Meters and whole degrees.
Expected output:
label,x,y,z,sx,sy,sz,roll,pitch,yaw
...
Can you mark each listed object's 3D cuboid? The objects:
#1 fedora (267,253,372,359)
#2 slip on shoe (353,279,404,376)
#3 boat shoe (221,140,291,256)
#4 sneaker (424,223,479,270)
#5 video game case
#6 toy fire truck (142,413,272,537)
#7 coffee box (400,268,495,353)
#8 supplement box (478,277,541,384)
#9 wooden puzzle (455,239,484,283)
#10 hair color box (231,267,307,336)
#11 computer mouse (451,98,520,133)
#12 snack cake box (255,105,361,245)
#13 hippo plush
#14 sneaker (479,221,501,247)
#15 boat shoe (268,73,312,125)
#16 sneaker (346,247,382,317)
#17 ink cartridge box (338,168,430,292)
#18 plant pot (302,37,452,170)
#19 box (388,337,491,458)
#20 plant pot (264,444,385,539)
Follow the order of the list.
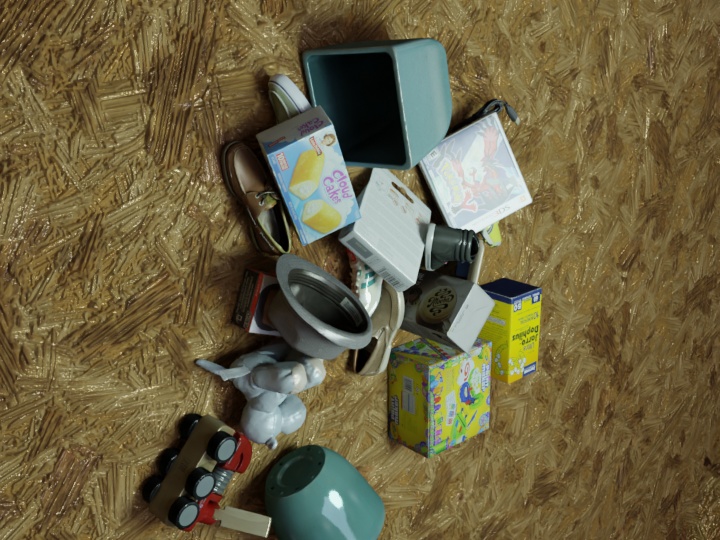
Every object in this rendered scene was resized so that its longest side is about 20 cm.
label,x,y,z,sx,sy,sz,roll,pitch,yaw
fedora,-0.079,0.073,1.252,0.199,0.177,0.090,30,116,-24
slip on shoe,0.028,0.108,1.469,0.060,0.076,0.201,-7,119,-47
boat shoe,-0.158,-0.116,1.245,0.072,0.068,0.201,-38,123,-27
sneaker,0.179,-0.035,1.503,0.200,0.098,0.071,65,37,-74
video game case,0.226,-0.183,1.528,0.181,0.023,0.201,-29,106,-6
toy fire truck,-0.228,0.358,1.288,0.177,0.128,0.200,-60,143,-12
coffee box,0.142,0.070,1.481,0.080,0.199,0.113,41,75,-38
supplement box,0.327,0.133,1.730,0.108,0.109,0.201,-15,112,-39
wooden puzzle,0.216,0.025,1.590,0.200,0.046,0.187,-22,124,-81
hair color box,-0.117,0.064,1.338,0.199,0.061,0.102,12,95,-43
computer mouse,0.278,-0.261,1.602,0.140,0.046,0.200,-39,121,3
snack cake box,-0.080,-0.150,1.252,0.114,0.067,0.201,-25,135,-6
hippo plush,-0.144,0.218,1.289,0.199,0.159,0.162,-15,111,-40
sneaker,0.257,-0.135,1.590,0.076,0.076,0.201,-26,119,3
boat shoe,-0.104,-0.224,1.263,0.062,0.072,0.201,-41,128,-18
sneaker,0.000,0.000,1.430,0.093,0.070,0.201,30,79,-31
ink cartridge box,0.049,-0.084,1.411,0.160,0.047,0.201,40,42,-24
plant pot,0.053,-0.299,1.311,0.200,0.195,0.197,-33,122,-42
box,0.166,0.250,1.607,0.192,0.122,0.201,-13,110,-39
plant pot,-0.080,0.414,1.388,0.200,0.200,0.162,-42,115,-26
